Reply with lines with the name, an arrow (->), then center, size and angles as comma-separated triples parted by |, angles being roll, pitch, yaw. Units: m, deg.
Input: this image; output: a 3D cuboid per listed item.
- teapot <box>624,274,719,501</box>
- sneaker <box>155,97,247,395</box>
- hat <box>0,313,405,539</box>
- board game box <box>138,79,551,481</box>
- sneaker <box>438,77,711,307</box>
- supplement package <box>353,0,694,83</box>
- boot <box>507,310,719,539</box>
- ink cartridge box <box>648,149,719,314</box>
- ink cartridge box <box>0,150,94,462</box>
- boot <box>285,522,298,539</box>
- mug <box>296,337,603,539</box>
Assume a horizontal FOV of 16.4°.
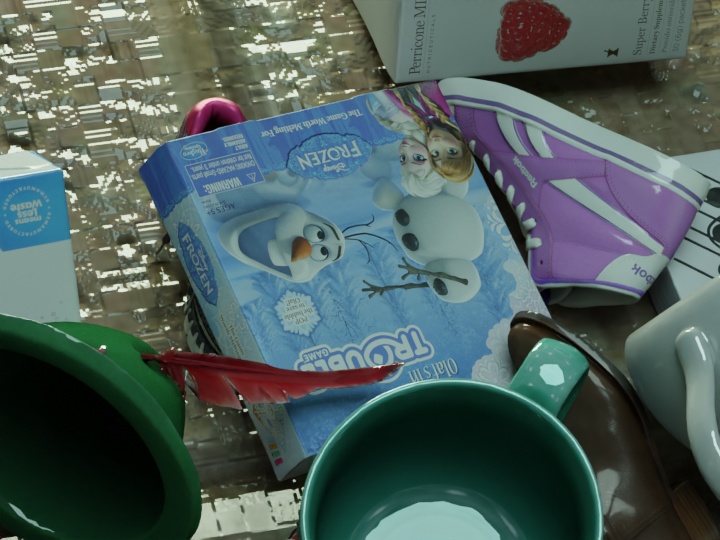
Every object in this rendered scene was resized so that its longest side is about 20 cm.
teapot -> 0.252, 0.054, 1.374 | 0.200, 0.197, 0.146 | -32, 84, -5
sneaker -> -0.073, -0.010, 1.473 | 0.081, 0.075, 0.200 | -13, 58, -19
hat -> -0.119, 0.042, 1.307 | 0.165, 0.200, 0.176 | -8, 36, 35
board game box -> 0.000, 0.000, 1.441 | 0.200, 0.043, 0.199 | -16, 75, -35
sneaker -> 0.105, -0.044, 1.532 | 0.200, 0.073, 0.114 | 27, 88, 37
supplement package -> 0.105, -0.206, 1.602 | 0.200, 0.121, 0.120 | -6, 38, -13
boot -> 0.082, 0.143, 1.377 | 0.200, 0.064, 0.186 | -36, 84, -25
ink cartridge box -> 0.232, 0.017, 1.525 | 0.094, 0.044, 0.200 | -9, 57, -14
ink cartridge box -> -0.209, 0.046, 1.332 | 0.116, 0.200, 0.068 | -11, 15, -20
boot -> -0.068, 0.167, 1.350 | 0.200, 0.072, 0.144 | 21, 53, -5
mug -> 0.057, 0.139, 1.286 | 0.185, 0.114, 0.152 | -22, 68, -12
